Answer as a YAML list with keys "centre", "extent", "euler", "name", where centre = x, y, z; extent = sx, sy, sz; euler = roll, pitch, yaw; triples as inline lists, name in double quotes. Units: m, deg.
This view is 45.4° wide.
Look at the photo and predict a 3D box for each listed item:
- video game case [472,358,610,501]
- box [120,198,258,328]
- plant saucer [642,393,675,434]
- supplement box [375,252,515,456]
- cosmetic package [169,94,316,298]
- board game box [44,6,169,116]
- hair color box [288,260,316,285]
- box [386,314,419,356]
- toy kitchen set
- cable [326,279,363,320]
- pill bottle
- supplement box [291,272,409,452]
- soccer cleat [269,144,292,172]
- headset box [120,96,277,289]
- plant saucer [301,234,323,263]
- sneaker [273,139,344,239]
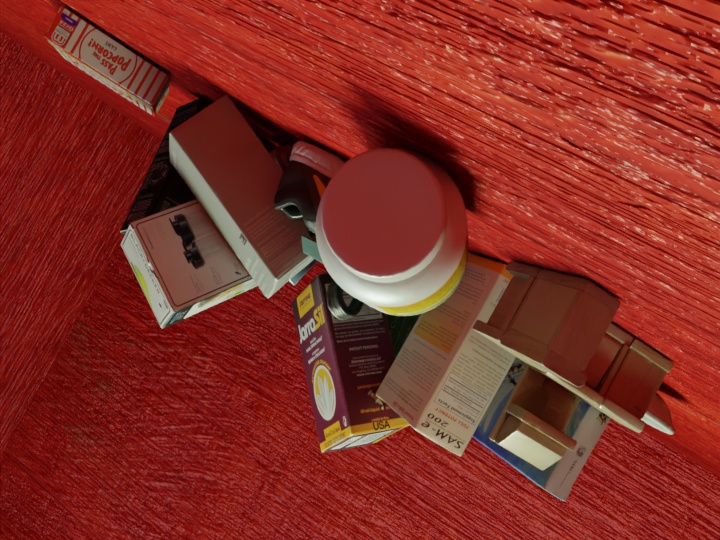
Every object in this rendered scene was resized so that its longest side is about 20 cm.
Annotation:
- centre: [0.205, 0.135, 1.001]
  extent: [0.045, 0.184, 0.199]
  euler: [30, 179, -33]
  name: "video game case"
- centre: [-0.172, -0.027, 1.034]
  extent: [0.118, 0.198, 0.060]
  euler: [60, 145, 6]
  name: "box"
- centre: [0.351, 0.153, 1.190]
  extent: [0.198, 0.051, 0.200]
  euler: [31, 179, 1]
  name: "plant saucer"
- centre: [0.112, 0.087, 0.974]
  extent: [0.073, 0.203, 0.126]
  euler: [30, 179, -21]
  name: "supplement box"
- centre: [-0.128, -0.082, 0.972]
  extent: [0.201, 0.090, 0.107]
  euler: [51, 164, 2]
  name: "cosmetic package"
- centre: [-0.328, -0.271, 1.143]
  extent: [0.150, 0.047, 0.200]
  euler: [32, 179, -13]
  name: "board game box"
- centre: [-0.103, -0.071, 1.230]
  extent: [0.061, 0.099, 0.200]
  euler: [44, -176, -30]
  name: "hair color box"
- centre: [0.098, 0.101, 1.226]
  extent: [0.199, 0.203, 0.170]
  euler: [30, 170, -41]
  name: "box"
- centre: [0.208, 0.120, 0.810]
  extent: [0.198, 0.165, 0.180]
  euler: [31, 179, -13]
  name: "toy kitchen set"
- centre: [0.000, 0.000, 1.046]
  extent: [0.049, 0.202, 0.098]
  euler: [-13, 126, 31]
  name: "cable"
- centre: [0.026, -0.027, 0.651]
  extent: [0.111, 0.114, 0.200]
  euler: [30, 179, 10]
  name: "pill bottle"
- centre: [-0.016, 0.114, 1.088]
  extent: [0.084, 0.204, 0.110]
  euler: [-5, 161, -26]
  name: "supplement box"
- centre: [-0.065, -0.094, 1.029]
  extent: [0.066, 0.077, 0.199]
  euler: [31, 179, -42]
  name: "soccer cleat"
- centre: [-0.191, -0.103, 1.138]
  extent: [0.173, 0.204, 0.092]
  euler: [30, 162, -32]
  name: "headset box"
- centre: [0.008, 0.003, 0.946]
  extent: [0.069, 0.019, 0.199]
  euler: [28, -178, 31]
  name: "plant saucer"
- centre: [-0.009, -0.058, 0.879]
  extent: [0.198, 0.086, 0.074]
  euler: [30, 180, 35]
  name: "sneaker"
